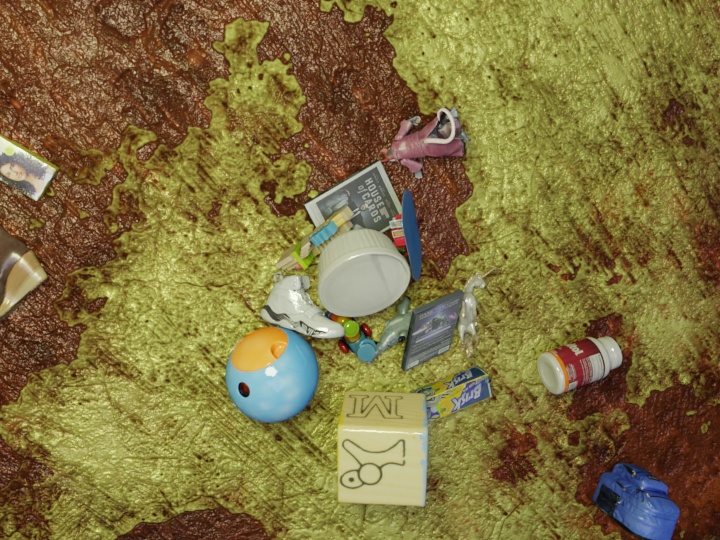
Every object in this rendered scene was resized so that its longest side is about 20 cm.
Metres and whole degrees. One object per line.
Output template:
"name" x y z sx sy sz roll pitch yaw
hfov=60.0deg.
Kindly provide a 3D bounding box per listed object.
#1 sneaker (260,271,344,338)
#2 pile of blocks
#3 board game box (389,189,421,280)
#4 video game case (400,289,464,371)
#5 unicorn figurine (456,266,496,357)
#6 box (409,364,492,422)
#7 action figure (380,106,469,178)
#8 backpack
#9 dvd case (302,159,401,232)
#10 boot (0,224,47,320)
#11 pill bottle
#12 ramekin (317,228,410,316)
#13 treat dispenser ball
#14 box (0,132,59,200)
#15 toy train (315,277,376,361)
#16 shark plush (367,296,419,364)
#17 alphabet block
"sneaker" -0.119 0.075 1.357 0.198 0.075 0.116 15 94 18
"pile of blocks" -0.088 -0.053 1.345 0.199 0.082 0.062 -37 107 10
"board game box" 0.098 -0.078 1.390 0.038 0.159 0.202 -5 121 15
"video game case" 0.168 0.143 1.465 0.142 0.019 0.202 -20 137 -26
"unicorn figurine" 0.265 0.098 1.507 0.073 0.138 0.202 16 119 -4
"box" 0.228 0.311 1.567 0.198 0.064 0.071 -19 109 -13
"action figure" 0.131 -0.266 1.349 0.198 0.149 0.135 -17 101 21
"backpack" 0.784 0.654 1.756 0.161 0.200 0.170 13 100 -19
"dvd case" -0.010 -0.134 1.403 0.199 0.025 0.151 -31 111 -8
"boot" -0.726 0.009 1.200 0.200 0.072 0.167 -42 100 -3
"pill bottle" 0.576 0.242 1.635 0.198 0.113 0.114 -16 108 -14
"ramekin" 0.000 0.000 1.330 0.200 0.095 0.204 -10 138 -9
"treat dispenser ball" -0.189 0.222 1.338 0.198 0.201 0.204 -4 105 -16
"box" -0.674 -0.216 1.158 0.199 0.050 0.076 32 92 -21
"toy train" -0.039 0.113 1.405 0.084 0.116 0.201 -36 111 -6
"shark plush" 0.087 0.140 1.469 0.199 0.083 0.092 -29 110 -9
"alphabet block" 0.052 0.404 1.435 0.197 0.197 0.198 2 103 4
